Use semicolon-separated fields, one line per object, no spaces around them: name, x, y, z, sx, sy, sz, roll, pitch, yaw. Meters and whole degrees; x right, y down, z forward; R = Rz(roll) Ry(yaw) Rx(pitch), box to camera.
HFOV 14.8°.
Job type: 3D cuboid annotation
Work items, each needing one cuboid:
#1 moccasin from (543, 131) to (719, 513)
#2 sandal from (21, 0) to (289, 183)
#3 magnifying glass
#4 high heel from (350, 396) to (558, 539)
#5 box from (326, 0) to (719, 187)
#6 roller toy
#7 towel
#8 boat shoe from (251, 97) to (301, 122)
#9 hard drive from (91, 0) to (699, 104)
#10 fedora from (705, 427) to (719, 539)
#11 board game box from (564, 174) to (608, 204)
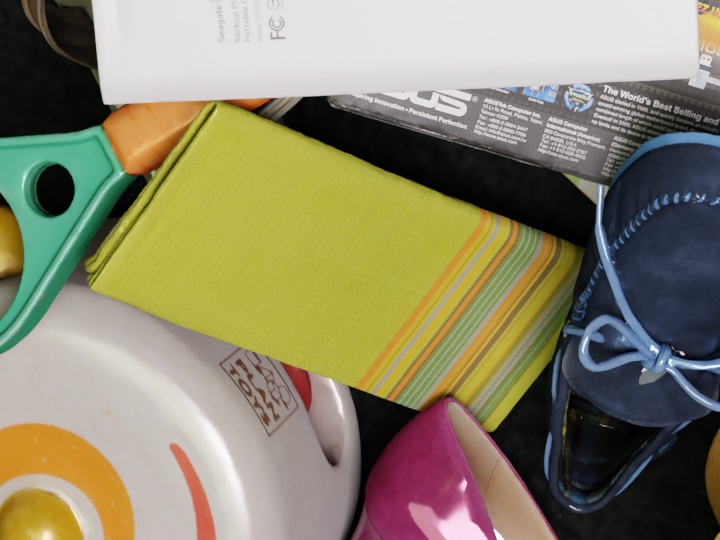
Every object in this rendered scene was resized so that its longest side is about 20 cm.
moccasin;0.108;0.027;0.965;0.080;0.069;0.200;16;150;6
sandal;-0.091;-0.105;1.050;0.080;0.057;0.202;-30;94;23
magnifying glass;-0.101;-0.032;0.972;0.199;0.022;0.080;-30;82;15
high heel;0.088;0.132;1.051;0.199;0.067;0.096;34;118;8
box;0.107;-0.122;0.937;0.199;0.048;0.194;15;107;-5
roller toy;-0.100;0.079;1.061;0.181;0.140;0.201;15;109;13
towel;0.000;0.000;1.002;0.086;0.199;0.018;-53;41;19
boat shoe;-0.012;-0.117;0.995;0.074;0.068;0.201;30;100;-14
hard drive;0.009;-0.124;0.901;0.198;0.026;0.133;-2;109;4
fedora;0.188;0.071;0.978;0.201;0.200;0.082;-51;47;23
board game box;0.117;-0.060;1.014;0.200;0.030;0.096;42;113;0
